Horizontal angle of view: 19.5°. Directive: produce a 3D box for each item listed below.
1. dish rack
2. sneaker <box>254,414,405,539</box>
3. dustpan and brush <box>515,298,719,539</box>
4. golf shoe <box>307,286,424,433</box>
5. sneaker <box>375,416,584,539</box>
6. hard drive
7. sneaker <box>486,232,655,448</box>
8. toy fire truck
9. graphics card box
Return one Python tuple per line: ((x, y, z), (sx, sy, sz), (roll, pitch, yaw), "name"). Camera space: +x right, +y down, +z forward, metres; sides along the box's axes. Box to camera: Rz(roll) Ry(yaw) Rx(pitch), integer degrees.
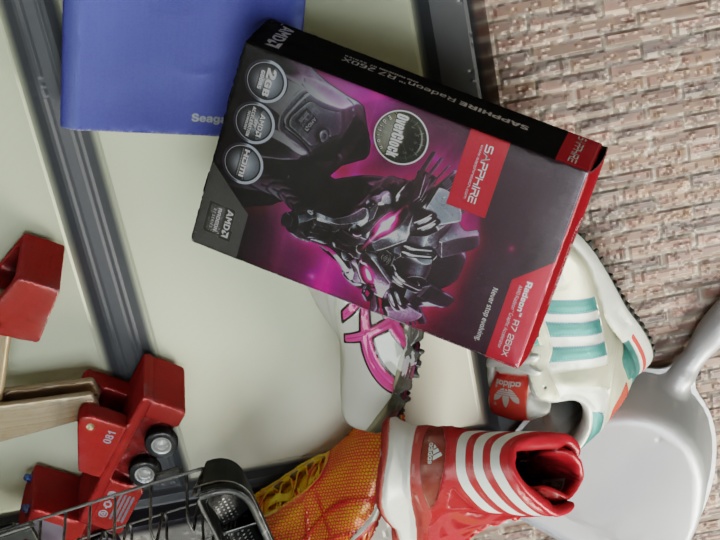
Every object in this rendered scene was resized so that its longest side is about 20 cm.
((-0.138, 0.201, 1.286), (0.199, 0.055, 0.154), (-17, 119, 7), "dish rack")
((-0.038, 0.159, 1.323), (0.077, 0.073, 0.200), (30, 114, -12), "sneaker")
((0.185, 0.093, 1.316), (0.139, 0.057, 0.200), (29, 124, -10), "dustpan and brush")
((0.000, 0.000, 1.222), (0.091, 0.073, 0.201), (6, 113, -2), "golf shoe")
((0.078, 0.142, 1.261), (0.115, 0.079, 0.200), (3, 166, 12), "sneaker")
((-0.093, -0.166, 1.125), (0.131, 0.025, 0.201), (2, 123, -7), "hard drive")
((0.101, 0.035, 1.213), (0.094, 0.070, 0.200), (-59, 137, -17), "sneaker")
((-0.183, 0.086, 1.271), (0.140, 0.049, 0.201), (20, 120, -17), "toy fire truck")
((0.018, -0.042, 1.129), (0.199, 0.051, 0.126), (22, 117, 7), "graphics card box")
